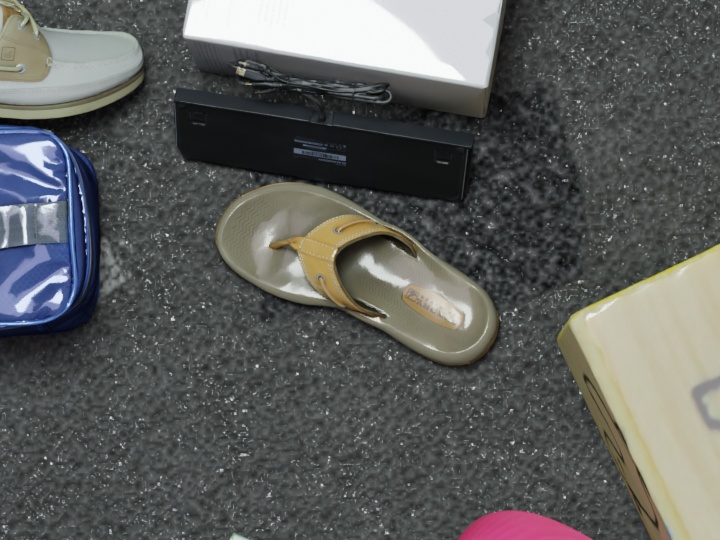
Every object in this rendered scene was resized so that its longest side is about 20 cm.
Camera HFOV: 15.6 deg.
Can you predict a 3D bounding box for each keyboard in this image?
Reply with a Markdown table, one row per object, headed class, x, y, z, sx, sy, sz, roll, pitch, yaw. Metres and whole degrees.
| class | x | y | z | sx | sy | sz | roll | pitch | yaw |
| --- | --- | --- | --- | --- | --- | --- | --- | --- | --- |
| keyboard | -0.025 | -0.096 | 1.718 | 0.199 | 0.127 | 0.021 | 9 | 61 | 2 |

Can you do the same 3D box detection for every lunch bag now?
| class | x | y | z | sx | sy | sz | roll | pitch | yaw |
| --- | --- | --- | --- | --- | --- | --- | --- | --- | --- |
| lunch bag | -0.271 | -0.024 | 1.711 | 0.199 | 0.132 | 0.137 | -5 | 85 | 1 |

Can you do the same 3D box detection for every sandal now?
| class | x | y | z | sx | sy | sz | roll | pitch | yaw |
| --- | --- | --- | --- | --- | --- | --- | --- | --- | --- |
| sandal | 0.000 | 0.000 | 1.738 | 0.199 | 0.054 | 0.081 | 27 | 87 | 4 |

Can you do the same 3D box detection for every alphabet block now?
| class | x | y | z | sx | sy | sz | roll | pitch | yaw |
| --- | --- | --- | --- | --- | --- | --- | --- | --- | --- |
| alphabet block | 0.254 | 0.084 | 1.654 | 0.196 | 0.195 | 0.201 | -25 | 84 | -2 |

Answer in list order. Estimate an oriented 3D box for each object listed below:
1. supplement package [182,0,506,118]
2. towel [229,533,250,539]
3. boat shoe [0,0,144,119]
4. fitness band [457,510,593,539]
| class | x | y | z | sx | sy | sz | roll | pitch | yaw |
| --- | --- | --- | --- | --- | --- | --- | --- | --- | --- |
| supplement package | -0.005 | -0.181 | 1.721 | 0.199 | 0.120 | 0.122 | 10 | 84 | 3 |
| towel | -0.058 | 0.293 | 1.731 | 0.152 | 0.023 | 0.201 | 22 | 86 | 3 |
| boat shoe | -0.233 | -0.140 | 1.715 | 0.199 | 0.075 | 0.069 | -10 | 119 | -27 |
| fitness band | 0.143 | 0.229 | 1.671 | 0.200 | 0.144 | 0.037 | 32 | 56 | 6 |
